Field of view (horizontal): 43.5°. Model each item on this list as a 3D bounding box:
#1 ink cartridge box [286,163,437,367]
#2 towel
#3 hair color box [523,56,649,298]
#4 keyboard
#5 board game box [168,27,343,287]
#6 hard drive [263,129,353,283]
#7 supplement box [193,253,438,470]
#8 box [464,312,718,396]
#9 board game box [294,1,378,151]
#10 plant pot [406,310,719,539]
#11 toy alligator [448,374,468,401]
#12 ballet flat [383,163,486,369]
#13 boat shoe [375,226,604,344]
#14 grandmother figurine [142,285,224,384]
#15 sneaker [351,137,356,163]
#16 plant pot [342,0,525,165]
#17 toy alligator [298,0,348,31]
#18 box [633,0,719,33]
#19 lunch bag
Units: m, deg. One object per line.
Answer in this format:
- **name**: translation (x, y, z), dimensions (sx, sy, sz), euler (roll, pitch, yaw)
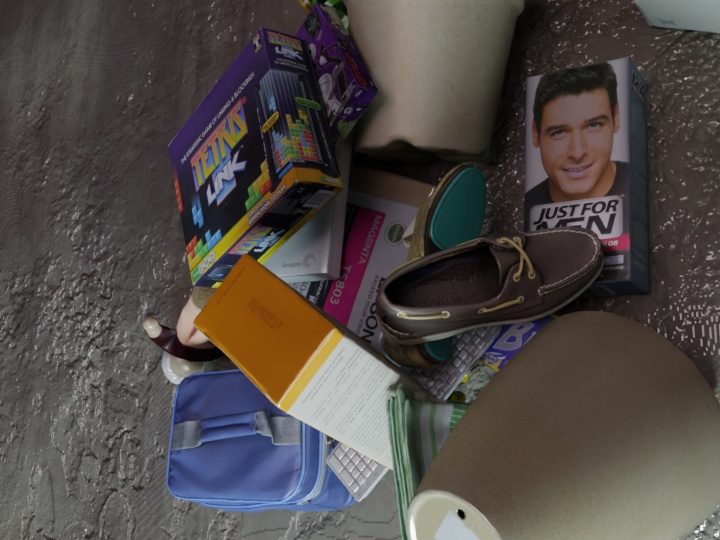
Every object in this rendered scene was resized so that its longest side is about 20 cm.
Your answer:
- **ink cartridge box**: translation (0.000, 0.000, 0.921), dimensions (0.164, 0.075, 0.202), euler (17, 87, 38)
- **towel**: translation (0.094, 0.176, 0.727), dimensions (0.023, 0.199, 0.154), euler (-21, 66, 34)
- **hair color box**: translation (0.203, -0.079, 0.811), dimensions (0.098, 0.060, 0.202), euler (-6, 73, 33)
- **keyboard**: translation (0.046, 0.112, 0.805), dimensions (0.201, 0.011, 0.056), euler (-51, 55, 4)
- **board game box**: translation (-0.108, -0.101, 0.863), dimensions (0.200, 0.056, 0.167), euler (-39, 58, 43)
- **hard drive**: translation (-0.068, -0.088, 0.932), dimensions (0.131, 0.027, 0.202), euler (-5, 74, 38)
- **supplement box**: translation (-0.025, 0.082, 0.734), dimensions (0.126, 0.200, 0.074), euler (35, 87, 42)
- **box**: translation (0.191, 0.087, 0.770), dimensions (0.199, 0.064, 0.071), euler (29, 93, 37)
- **board game box**: translation (-0.065, -0.143, 0.879), dimensions (0.200, 0.032, 0.121), euler (-51, 45, 35)
- **plant pot**: translation (0.132, 0.151, 0.642), dimensions (0.186, 0.199, 0.189), euler (22, 123, 39)
- **toy alligator**: translation (0.063, 0.133, 0.849), dimensions (0.059, 0.054, 0.202), euler (12, 78, 0)
- **ballet flat**: translation (0.062, -0.007, 0.812), dimensions (0.070, 0.071, 0.202), euler (-2, 61, 34)
- **boat shoe**: translation (0.107, 0.005, 0.731), dimensions (0.198, 0.060, 0.072), euler (-16, 67, -2)
- **grandmother figurine**: translation (-0.179, 0.072, 0.986), dimensions (0.200, 0.120, 0.061), euler (127, 157, -54)
- **sneaker**: translation (-0.042, -0.157, 1.008), dimensions (0.201, 0.075, 0.088), euler (-60, 33, 10)
- **plant pot**: translation (0.066, -0.201, 0.877), dimensions (0.199, 0.200, 0.186), euler (4, 91, 35)
- **toy alligator**: translation (-0.054, -0.341, 1.066), dimensions (0.059, 0.054, 0.201), euler (-41, 58, 18)
- **box**: translation (0.309, -0.320, 0.762), dimensions (0.108, 0.127, 0.202), euler (19, 89, 36)
- **lunch bag**: translation (-0.094, 0.170, 0.902), dimensions (0.198, 0.132, 0.137), euler (-11, 71, 33)
